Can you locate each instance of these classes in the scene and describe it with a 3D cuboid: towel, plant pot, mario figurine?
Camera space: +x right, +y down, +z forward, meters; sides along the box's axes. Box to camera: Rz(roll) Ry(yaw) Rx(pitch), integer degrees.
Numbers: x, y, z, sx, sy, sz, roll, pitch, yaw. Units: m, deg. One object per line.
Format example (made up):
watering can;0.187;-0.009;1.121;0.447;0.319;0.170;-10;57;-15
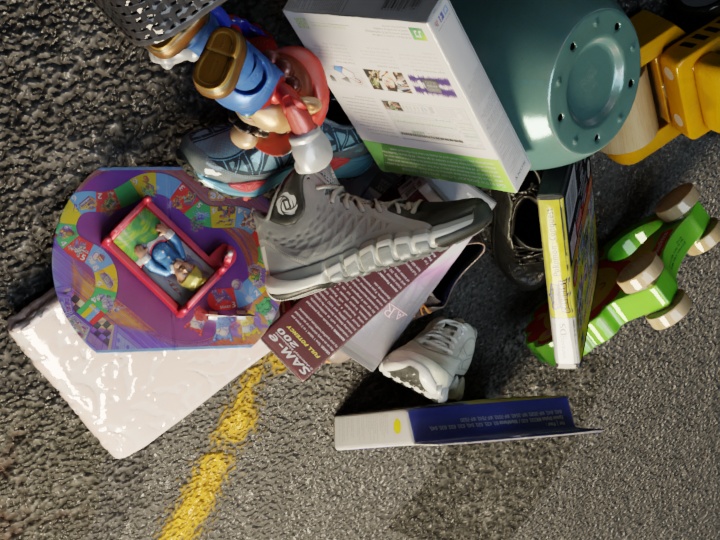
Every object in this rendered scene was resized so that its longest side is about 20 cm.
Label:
towel;-0.193;0.057;1.333;0.191;0.032;0.200;-37;132;-8
plant pot;0.142;-0.176;1.272;0.200;0.161;0.201;-21;121;-40
mario figurine;-0.092;-0.129;1.121;0.106;0.124;0.200;-18;164;18

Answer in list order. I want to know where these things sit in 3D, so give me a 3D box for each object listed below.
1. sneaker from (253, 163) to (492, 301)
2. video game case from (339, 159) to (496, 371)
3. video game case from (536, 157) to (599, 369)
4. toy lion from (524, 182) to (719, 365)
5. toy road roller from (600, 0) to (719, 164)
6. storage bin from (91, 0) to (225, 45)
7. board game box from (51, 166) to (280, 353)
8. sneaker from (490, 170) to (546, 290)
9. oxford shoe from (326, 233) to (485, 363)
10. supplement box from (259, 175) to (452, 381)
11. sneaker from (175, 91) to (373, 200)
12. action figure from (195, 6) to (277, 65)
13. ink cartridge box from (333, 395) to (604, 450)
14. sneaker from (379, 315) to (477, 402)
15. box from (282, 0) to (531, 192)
sneaker;0.001;-0.055;1.217;0.200;0.075;0.116;-18;86;8
video game case;0.012;-0.024;1.373;0.143;0.019;0.200;34;98;-10
video game case;0.197;-0.037;1.380;0.025;0.200;0.181;-2;120;16
toy lion;0.260;0.015;1.514;0.069;0.192;0.200;50;46;-14
toy road roller;0.323;-0.180;1.427;0.200;0.146;0.123;-32;130;-11
storage bin;-0.153;-0.259;1.044;0.135;0.200;0.094;-36;130;-8
board game box;-0.156;-0.013;1.233;0.200;0.039;0.158;-1;84;-15
sneaker;0.160;-0.041;1.435;0.060;0.104;0.200;-13;125;0
oxford shoe;0.035;0.022;1.424;0.200;0.073;0.071;-46;133;2
supplement box;0.000;0.000;1.313;0.200;0.109;0.061;-43;101;6
sneaker;-0.067;-0.126;1.257;0.200;0.079;0.096;-14;142;-36
action figure;-0.113;-0.190;1.198;0.052;0.066;0.200;-24;152;21
ink cartridge box;0.105;0.151;1.478;0.197;0.200;0.047;-1;82;-31
sneaker;0.073;0.082;1.448;0.081;0.075;0.200;-62;169;4
box;0.040;-0.145;1.183;0.036;0.144;0.200;-58;139;-24
